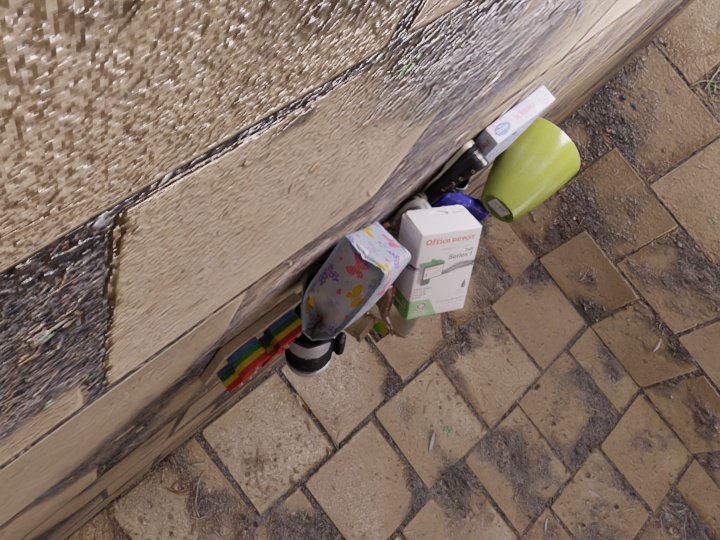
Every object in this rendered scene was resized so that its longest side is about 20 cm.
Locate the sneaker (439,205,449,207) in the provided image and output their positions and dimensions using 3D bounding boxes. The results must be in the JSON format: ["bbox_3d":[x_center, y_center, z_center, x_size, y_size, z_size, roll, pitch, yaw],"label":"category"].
[{"bbox_3d":[0.139,-0.061,1.559,0.198,0.074,0.087,-34,142,11],"label":"sneaker"}]

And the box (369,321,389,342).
[{"bbox_3d":[0.051,0.084,2.061,0.121,0.201,0.193,-36,175,-19],"label":"box"}]

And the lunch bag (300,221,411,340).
[{"bbox_3d":[-0.023,0.025,1.262,0.201,0.127,0.169,-54,171,24],"label":"lunch bag"}]

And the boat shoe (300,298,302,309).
[{"bbox_3d":[-0.073,0.058,1.529,0.072,0.070,0.200,-50,174,40],"label":"boat shoe"}]

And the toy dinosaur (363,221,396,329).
[{"bbox_3d":[0.036,0.012,1.376,0.134,0.203,0.085,-28,168,23],"label":"toy dinosaur"}]

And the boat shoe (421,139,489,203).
[{"bbox_3d":[0.184,-0.181,1.394,0.073,0.063,0.201,-40,178,-32],"label":"boat shoe"}]

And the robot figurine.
[{"bbox_3d":[-0.126,0.170,1.693,0.125,0.149,0.202,-40,153,-34],"label":"robot figurine"}]

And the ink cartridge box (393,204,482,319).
[{"bbox_3d":[0.146,-0.017,1.388,0.143,0.085,0.203,-10,128,-24],"label":"ink cartridge box"}]

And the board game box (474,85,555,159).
[{"bbox_3d":[0.282,-0.271,1.442,0.199,0.041,0.200,-38,176,-29],"label":"board game box"}]

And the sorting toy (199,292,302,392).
[{"bbox_3d":[-0.207,0.158,1.390,0.198,0.070,0.200,-37,176,-33],"label":"sorting toy"}]

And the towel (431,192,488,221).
[{"bbox_3d":[0.196,-0.133,1.615,0.147,0.050,0.198,-38,149,28],"label":"towel"}]

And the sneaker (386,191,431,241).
[{"bbox_3d":[0.104,-0.069,1.470,0.075,0.116,0.200,-36,174,-35],"label":"sneaker"}]

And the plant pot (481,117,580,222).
[{"bbox_3d":[0.371,-0.216,1.604,0.201,0.187,0.187,-49,178,-14],"label":"plant pot"}]

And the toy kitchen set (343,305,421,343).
[{"bbox_3d":[0.061,0.111,1.606,0.201,0.162,0.181,-49,160,-22],"label":"toy kitchen set"}]
